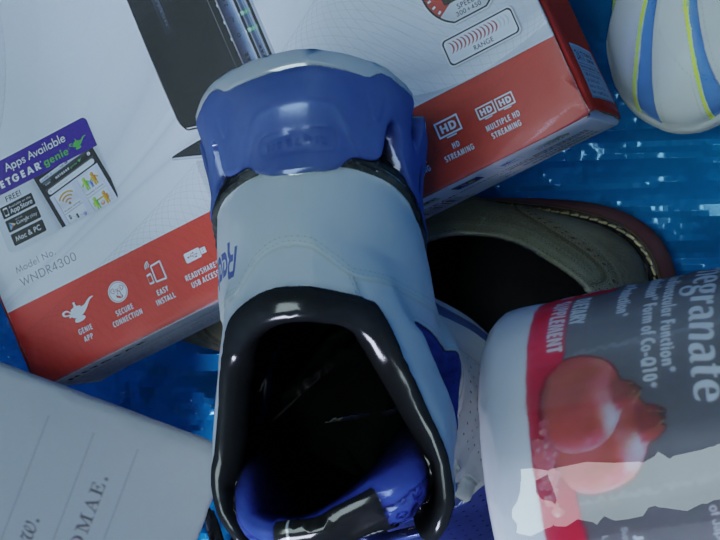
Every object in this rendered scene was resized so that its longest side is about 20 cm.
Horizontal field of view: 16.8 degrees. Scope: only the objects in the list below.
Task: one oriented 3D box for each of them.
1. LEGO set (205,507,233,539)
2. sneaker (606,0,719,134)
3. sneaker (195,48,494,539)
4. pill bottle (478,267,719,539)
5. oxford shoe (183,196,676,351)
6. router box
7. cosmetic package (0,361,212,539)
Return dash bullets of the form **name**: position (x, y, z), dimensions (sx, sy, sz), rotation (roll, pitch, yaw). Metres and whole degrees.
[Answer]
- **LEGO set**: position (-0.024, 0.170, 0.754), dimensions (0.115, 0.200, 0.155), rotation (10, 117, -19)
- **sneaker**: position (0.128, -0.130, 0.729), dimensions (0.076, 0.105, 0.201), rotation (34, 105, 14)
- **sneaker**: position (-0.005, 0.044, 0.695), dimensions (0.080, 0.200, 0.116), rotation (-6, 52, 12)
- **pill bottle**: position (0.141, 0.047, 0.688), dimensions (0.199, 0.111, 0.112), rotation (-12, 91, 17)
- **oxford shoe**: position (0.000, 0.000, 0.806), dimensions (0.199, 0.075, 0.071), rotation (-1, 95, 21)
- **router box**: position (-0.045, -0.085, 0.767), dimensions (0.199, 0.049, 0.180), rotation (-27, 83, 17)
- **cosmetic package**: position (-0.168, 0.108, 0.777), dimensions (0.199, 0.165, 0.166), rotation (21, 75, -5)
